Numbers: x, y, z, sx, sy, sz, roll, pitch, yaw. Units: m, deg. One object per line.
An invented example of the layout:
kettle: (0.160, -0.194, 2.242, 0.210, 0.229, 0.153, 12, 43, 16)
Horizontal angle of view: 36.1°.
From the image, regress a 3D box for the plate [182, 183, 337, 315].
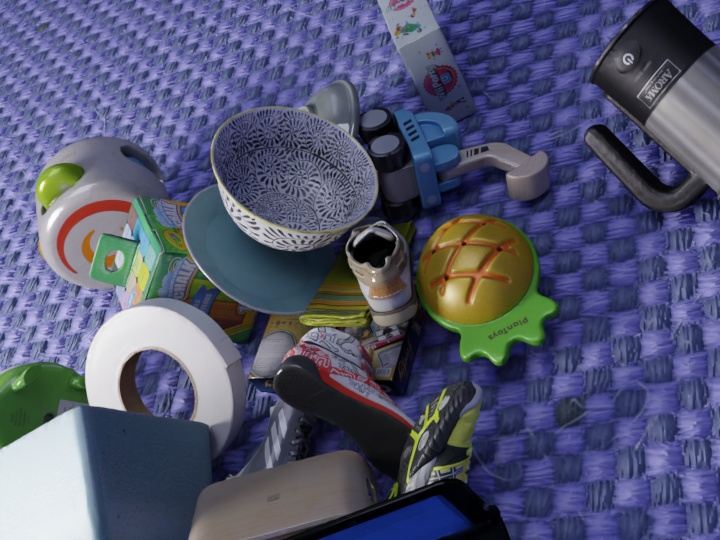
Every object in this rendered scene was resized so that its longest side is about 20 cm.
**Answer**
plate: (-0.119, -0.022, 1.297, 0.026, 0.197, 0.203, -54, 30, 40)

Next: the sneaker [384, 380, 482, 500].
sneaker: (0.075, 0.203, 1.063, 0.075, 0.075, 0.203, -135, 69, -81)

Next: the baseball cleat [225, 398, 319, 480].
baseball cleat: (-0.073, 0.208, 1.193, 0.106, 0.070, 0.202, 29, 85, 38)

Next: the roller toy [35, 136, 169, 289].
roller toy: (-0.353, -0.081, 1.521, 0.179, 0.203, 0.141, -5, 42, -18)

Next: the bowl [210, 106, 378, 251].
bowl: (-0.085, -0.087, 1.281, 0.197, 0.095, 0.203, 11, 46, -11)

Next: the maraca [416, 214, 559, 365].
maraca: (0.132, 0.017, 1.181, 0.136, 0.107, 0.201, -30, 46, 5)

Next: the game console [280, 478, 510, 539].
game console: (0.035, 0.280, 0.963, 0.197, 0.116, 0.179, -22, 89, 15)

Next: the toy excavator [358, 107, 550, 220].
toy excavator: (0.111, -0.136, 1.338, 0.197, 0.101, 0.196, -19, 40, -1)

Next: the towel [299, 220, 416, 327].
towel: (0.000, 0.000, 1.290, 0.084, 0.018, 0.201, 0, 34, 22)

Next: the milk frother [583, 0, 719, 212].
milk frother: (0.357, -0.181, 1.192, 0.188, 0.181, 0.199, 45, 50, 12)

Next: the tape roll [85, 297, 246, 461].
tape roll: (-0.223, 0.134, 1.264, 0.199, 0.207, 0.037, -11, 9, 25)

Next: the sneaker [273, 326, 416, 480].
sneaker: (0.011, 0.135, 1.156, 0.068, 0.199, 0.108, -58, -1, 29)

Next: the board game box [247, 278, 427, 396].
board game box: (-0.024, 0.076, 1.284, 0.197, 0.035, 0.137, -2, 54, 32)

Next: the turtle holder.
turtle holder: (-0.417, 0.188, 1.351, 0.184, 0.144, 0.130, -22, 10, -41)

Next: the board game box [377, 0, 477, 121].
board game box: (0.077, -0.305, 1.453, 0.063, 0.148, 0.202, -24, 45, 9)

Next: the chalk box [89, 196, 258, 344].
chalk box: (-0.224, -0.001, 1.337, 0.124, 0.197, 0.126, 54, 129, 46)

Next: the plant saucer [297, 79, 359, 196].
plant saucer: (-0.066, -0.152, 1.414, 0.200, 0.049, 0.203, -44, 39, 49)

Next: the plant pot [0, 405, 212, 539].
plant pot: (-0.270, 0.280, 1.153, 0.194, 0.195, 0.203, -28, 63, 26)

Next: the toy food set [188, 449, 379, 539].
toy food set: (-0.076, 0.247, 1.075, 0.196, 0.062, 0.144, -15, 14, 1)

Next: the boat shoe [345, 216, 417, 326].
boat shoe: (0.021, -0.019, 1.227, 0.073, 0.069, 0.201, -20, 29, -2)
